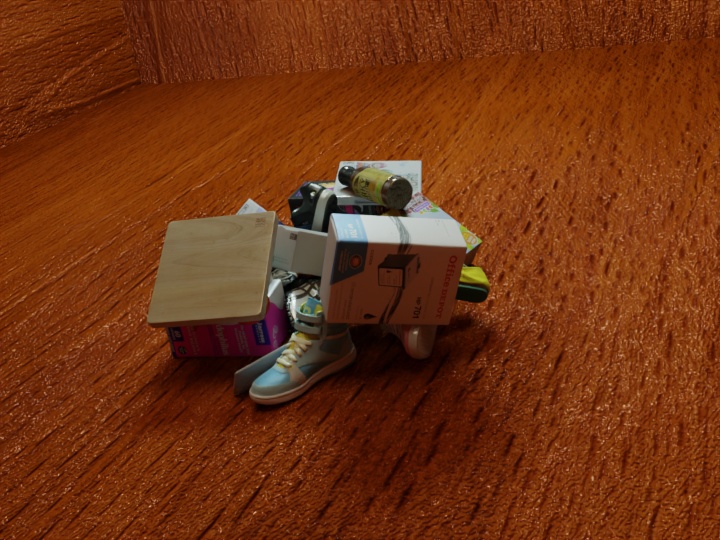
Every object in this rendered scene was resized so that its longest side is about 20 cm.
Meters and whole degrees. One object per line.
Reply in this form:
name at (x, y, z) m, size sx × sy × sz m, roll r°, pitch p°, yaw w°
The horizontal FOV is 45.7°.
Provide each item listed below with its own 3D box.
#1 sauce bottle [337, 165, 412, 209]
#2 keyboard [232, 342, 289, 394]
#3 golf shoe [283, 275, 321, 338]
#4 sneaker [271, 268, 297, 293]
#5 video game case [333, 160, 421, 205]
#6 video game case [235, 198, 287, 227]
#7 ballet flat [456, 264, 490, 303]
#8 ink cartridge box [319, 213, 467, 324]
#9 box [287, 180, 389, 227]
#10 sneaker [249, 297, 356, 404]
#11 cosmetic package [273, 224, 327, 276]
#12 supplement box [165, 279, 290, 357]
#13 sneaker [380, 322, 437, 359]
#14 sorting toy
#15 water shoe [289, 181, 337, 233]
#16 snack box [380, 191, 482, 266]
sauce bottle at (0.023, -0.167, 1.665) m, size 0.064 × 0.065 × 0.199 m, roll -22°, pitch 25°, yaw -25°
keyboard at (-0.125, 0.140, 1.398) m, size 0.199 × 0.057 × 0.011 m, roll -28°, pitch 51°, yaw -33°
golf shoe at (-0.083, 0.058, 1.534) m, size 0.093 × 0.078 × 0.200 m, roll -6°, pitch 25°, yaw 8°
sneaker at (-0.162, -0.003, 1.689) m, size 0.073 × 0.089 × 0.200 m, roll -11°, pitch 25°, yaw -6°
video game case at (0.038, -0.185, 1.790) m, size 0.180 × 0.024 × 0.201 m, roll 0°, pitch 28°, yaw 4°
video game case at (-0.244, -0.036, 1.721) m, size 0.200 × 0.045 × 0.181 m, roll -51°, pitch 30°, yaw -2°
ballet flat at (0.119, 0.008, 1.411) m, size 0.198 × 0.067 × 0.068 m, roll 9°, pitch 54°, yaw -14°
ink cartridge box at (0.046, 0.000, 1.295) m, size 0.198 × 0.148 × 0.086 m, roll 2°, pitch 31°, yaw -11°
box at (-0.041, -0.122, 1.854) m, size 0.198 × 0.123 × 0.106 m, roll 0°, pitch 27°, yaw 21°
sneaker at (-0.099, 0.117, 1.343) m, size 0.199 × 0.132 × 0.079 m, roll -28°, pitch 32°, yaw -34°
cosmetic package at (-0.081, -0.032, 1.617) m, size 0.199 × 0.082 × 0.112 m, roll 8°, pitch 5°, yaw -40°
supplement box at (-0.235, 0.084, 1.506) m, size 0.198 × 0.102 × 0.104 m, roll -3°, pitch 25°, yaw 16°
sneaker at (0.069, 0.089, 1.407) m, size 0.103 × 0.076 × 0.200 m, roll -2°, pitch 20°, yaw 14°
sorting toy at (-0.235, 0.011, 1.428) m, size 0.198 × 0.070 × 0.201 m, roll -5°, pitch 57°, yaw 14°
water shoe at (-0.104, -0.092, 1.724) m, size 0.079 × 0.201 × 0.071 m, roll 33°, pitch 37°, yaw 15°
snack box at (0.106, -0.043, 1.606) m, size 0.168 × 0.068 × 0.199 m, roll 40°, pitch 47°, yaw 18°
